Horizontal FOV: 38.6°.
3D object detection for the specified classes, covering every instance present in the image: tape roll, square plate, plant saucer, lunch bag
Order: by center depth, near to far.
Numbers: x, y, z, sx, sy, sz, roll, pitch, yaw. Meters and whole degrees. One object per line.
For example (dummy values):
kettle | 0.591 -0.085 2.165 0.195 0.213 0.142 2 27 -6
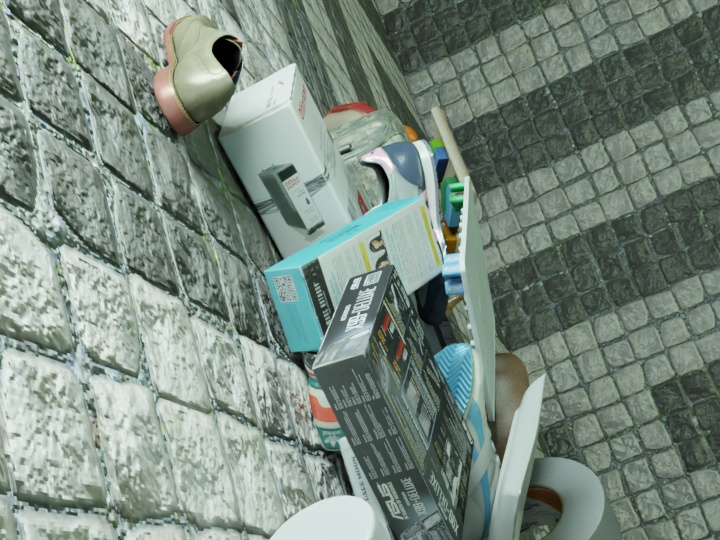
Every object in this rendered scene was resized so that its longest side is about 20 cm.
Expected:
square plate | 0.153 0.236 1.044 0.200 0.028 0.200 -60 156 -58
tape roll | 0.196 0.307 1.185 0.201 0.199 0.067 -90 155 -64
plant saucer | 0.124 0.182 1.208 0.036 0.201 0.201 28 25 -17
lunch bag | 0.021 -0.086 1.322 0.168 0.138 0.201 -77 144 -67

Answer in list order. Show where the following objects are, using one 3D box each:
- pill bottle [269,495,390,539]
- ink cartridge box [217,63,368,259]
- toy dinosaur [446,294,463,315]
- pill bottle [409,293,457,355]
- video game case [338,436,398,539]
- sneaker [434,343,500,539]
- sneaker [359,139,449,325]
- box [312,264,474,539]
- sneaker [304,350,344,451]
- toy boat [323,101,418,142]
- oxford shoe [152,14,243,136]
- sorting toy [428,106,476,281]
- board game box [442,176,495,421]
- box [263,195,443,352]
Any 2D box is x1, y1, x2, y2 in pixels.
pill bottle | 0.015 0.249 0.664 0.111 0.110 0.201 -87 152 -67
ink cartridge box | -0.062 -0.093 1.069 0.147 0.082 0.201 -91 156 -65
toy dinosaur | 0.078 0.098 1.272 0.060 0.105 0.202 101 5 -77
pill bottle | 0.050 0.085 1.167 0.114 0.113 0.202 27 41 -73
video game case | 0.033 0.251 0.924 0.200 0.023 0.183 62 8 -69
sneaker | 0.098 0.175 1.033 0.080 0.076 0.202 13 79 -45
sneaker | 0.045 -0.037 1.106 0.070 0.081 0.202 145 -62 -74
box | 0.035 0.119 0.878 0.201 0.049 0.158 65 20 -20
sneaker | -0.005 0.114 0.984 0.200 0.070 0.095 -20 110 -74
toy boat | 0.035 -0.160 1.473 0.130 0.131 0.201 3 -53 52
oxford shoe | -0.135 -0.188 0.931 0.071 0.074 0.201 58 13 -33
sorting toy | 0.117 -0.097 1.436 0.186 0.036 0.201 -105 -169 -45
board game box | 0.122 0.029 1.134 0.201 0.026 0.202 -78 157 -58
box | 0.000 0.000 0.983 0.199 0.049 0.083 -31 108 -46
